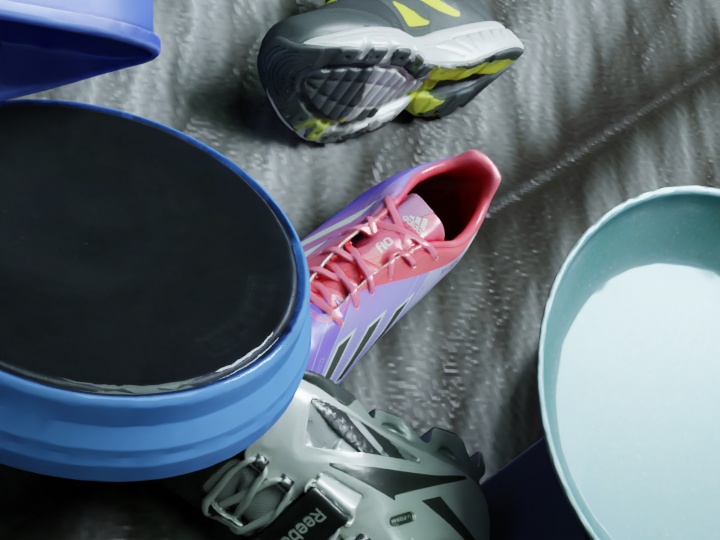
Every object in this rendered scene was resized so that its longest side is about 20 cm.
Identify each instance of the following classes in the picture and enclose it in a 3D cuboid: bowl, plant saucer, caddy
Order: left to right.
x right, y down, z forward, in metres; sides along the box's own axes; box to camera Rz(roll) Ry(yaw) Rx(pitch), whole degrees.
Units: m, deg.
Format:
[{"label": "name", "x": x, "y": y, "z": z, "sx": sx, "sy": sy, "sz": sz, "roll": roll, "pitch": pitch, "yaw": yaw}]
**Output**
[{"label": "caddy", "x": -0.175, "y": -0.120, "z": 0.972, "sx": 0.199, "sy": 0.141, "sz": 0.106, "roll": 6, "pitch": 85, "yaw": -41}, {"label": "bowl", "x": -0.114, "y": 0.001, "z": 0.954, "sx": 0.199, "sy": 0.040, "sz": 0.201, "roll": 12, "pitch": 38, "yaw": -10}, {"label": "plant saucer", "x": 0.153, "y": 0.064, "z": 1.026, "sx": 0.198, "sy": 0.036, "sz": 0.202, "roll": 10, "pitch": 68, "yaw": -25}]

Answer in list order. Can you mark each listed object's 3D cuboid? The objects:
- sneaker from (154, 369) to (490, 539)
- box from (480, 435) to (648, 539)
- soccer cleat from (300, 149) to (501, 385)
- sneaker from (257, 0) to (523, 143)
[{"label": "sneaker", "x": -0.018, "y": 0.100, "z": 0.999, "sx": 0.199, "sy": 0.074, "sz": 0.089, "roll": 18, "pitch": 46, "yaw": -33}, {"label": "box", "x": 0.136, "y": 0.194, "z": 1.047, "sx": 0.181, "sy": 0.104, "sz": 0.201, "roll": 33, "pitch": 41, "yaw": -21}, {"label": "soccer cleat", "x": 0.000, "y": 0.000, "z": 1.099, "sx": 0.068, "sy": 0.073, "sz": 0.200, "roll": 49, "pitch": 38, "yaw": 0}, {"label": "sneaker", "x": 0.002, "y": -0.121, "z": 1.214, "sx": 0.085, "sy": 0.074, "sz": 0.199, "roll": 55, "pitch": 29, "yaw": 16}]
